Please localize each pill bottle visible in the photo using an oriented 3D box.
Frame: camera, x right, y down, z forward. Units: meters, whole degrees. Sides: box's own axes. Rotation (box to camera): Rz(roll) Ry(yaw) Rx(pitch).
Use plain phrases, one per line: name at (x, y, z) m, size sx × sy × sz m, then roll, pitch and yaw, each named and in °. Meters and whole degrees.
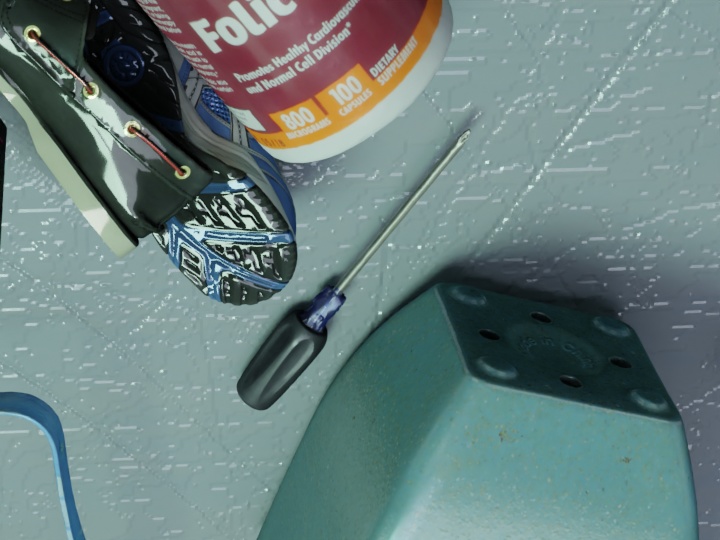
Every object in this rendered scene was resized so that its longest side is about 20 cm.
pill bottle at (-0.055, -0.154, 1.091) m, size 0.114 × 0.114 × 0.200 m, roll -32°, pitch 122°, yaw 15°

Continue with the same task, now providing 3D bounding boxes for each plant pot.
plant pot at (0.070, 0.124, 1.257) m, size 0.195 × 0.197 × 0.201 m, roll 11°, pitch 112°, yaw -14°

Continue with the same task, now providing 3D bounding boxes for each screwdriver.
screwdriver at (0.000, 0.000, 1.257) m, size 0.200 × 0.028 × 0.029 m, roll -48°, pitch 147°, yaw 22°

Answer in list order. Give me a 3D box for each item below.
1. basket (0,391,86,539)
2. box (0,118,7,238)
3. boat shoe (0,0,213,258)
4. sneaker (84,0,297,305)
basket at (-0.236, 0.138, 1.253) m, size 0.199 × 0.139 × 0.177 m, roll -5°, pitch 124°, yaw 8°
box at (-0.264, -0.079, 1.077) m, size 0.132 × 0.115 × 0.200 m, roll -25°, pitch 123°, yaw 13°
boat shoe at (-0.146, -0.102, 1.092) m, size 0.063 × 0.074 × 0.202 m, roll -38°, pitch 100°, yaw 2°
sneaker at (-0.100, -0.075, 1.170) m, size 0.075 × 0.077 × 0.201 m, roll -30°, pitch 105°, yaw 17°
